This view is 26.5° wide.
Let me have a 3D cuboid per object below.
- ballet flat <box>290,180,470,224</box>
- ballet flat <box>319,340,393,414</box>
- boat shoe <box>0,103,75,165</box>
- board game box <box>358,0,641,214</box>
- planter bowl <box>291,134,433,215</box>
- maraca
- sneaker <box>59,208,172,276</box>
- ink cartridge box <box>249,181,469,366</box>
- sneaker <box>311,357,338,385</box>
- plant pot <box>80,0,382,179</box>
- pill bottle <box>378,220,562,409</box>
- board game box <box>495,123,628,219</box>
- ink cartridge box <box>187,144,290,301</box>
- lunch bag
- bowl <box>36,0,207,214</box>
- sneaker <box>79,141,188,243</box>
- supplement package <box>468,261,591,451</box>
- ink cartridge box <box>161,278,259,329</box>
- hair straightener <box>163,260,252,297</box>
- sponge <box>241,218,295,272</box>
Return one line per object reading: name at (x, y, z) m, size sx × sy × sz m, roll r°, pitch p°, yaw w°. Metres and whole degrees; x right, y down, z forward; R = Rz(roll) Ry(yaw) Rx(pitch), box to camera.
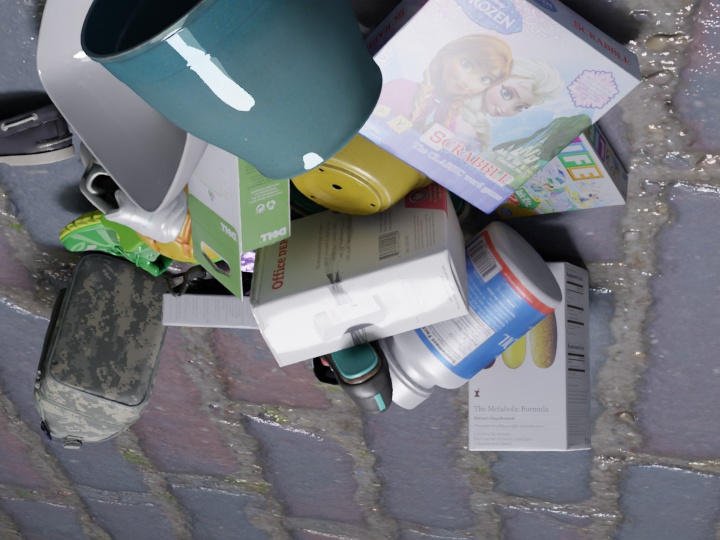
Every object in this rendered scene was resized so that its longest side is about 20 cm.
ballet flat at (0.014, -0.067, 1.592) m, size 0.200 × 0.068 × 0.062 m, roll 8°, pitch 162°, yaw 4°
ballet flat at (-0.011, 0.081, 1.537) m, size 0.068 × 0.200 × 0.068 m, roll -26°, pitch 121°, yaw 3°
boat shoe at (-0.388, -0.146, 1.602) m, size 0.200 × 0.073 × 0.063 m, roll 2°, pitch 109°, yaw 25°
board game box at (0.102, -0.163, 1.326) m, size 0.200 × 0.041 × 0.200 m, roll 29°, pitch 128°, yaw -25°
planter bowl at (-0.011, -0.110, 1.456) m, size 0.200 × 0.084 × 0.200 m, roll 18°, pitch 159°, yaw 7°
maraca at (-0.199, -0.073, 1.599) m, size 0.200 × 0.137 × 0.107 m, roll 2°, pitch -163°, yaw 32°
sneaker at (-0.250, -0.033, 1.703) m, size 0.200 × 0.084 × 0.074 m, roll -3°, pitch -168°, yaw 24°
ink cartridge box at (0.000, 0.000, 1.506) m, size 0.200 × 0.146 × 0.085 m, roll -15°, pitch 121°, yaw 11°
sneaker at (-0.031, 0.104, 1.876) m, size 0.075 × 0.085 × 0.200 m, roll 3°, pitch 165°, yaw 6°
plant pot at (-0.086, -0.182, 1.226) m, size 0.200 × 0.200 × 0.188 m, roll -15°, pitch 133°, yaw 39°
pill bottle at (0.101, 0.051, 1.584) m, size 0.200 × 0.112 × 0.112 m, roll -41°, pitch 130°, yaw 18°
board game box at (0.161, -0.121, 1.469) m, size 0.134 × 0.034 × 0.200 m, roll -7°, pitch 148°, yaw 28°
ink cartridge box at (-0.118, -0.084, 1.461) m, size 0.104 × 0.059 × 0.200 m, roll 36°, pitch 137°, yaw 45°
lunch bag at (-0.321, 0.105, 1.876) m, size 0.139 × 0.200 × 0.168 m, roll 17°, pitch 150°, yaw -12°
bowl at (-0.203, -0.172, 1.385) m, size 0.200 × 0.075 × 0.200 m, roll 50°, pitch 149°, yaw 8°
sneaker at (-0.243, -0.098, 1.517) m, size 0.080 × 0.071 × 0.200 m, roll 14°, pitch -161°, yaw -38°
supplement package at (0.184, 0.095, 1.665) m, size 0.114 × 0.200 × 0.110 m, roll -3°, pitch 174°, yaw 22°
ink cartridge box at (-0.099, 0.031, 1.720) m, size 0.200 × 0.043 × 0.198 m, roll 4°, pitch -170°, yaw 11°
hair straightener at (-0.146, 0.003, 1.682) m, size 0.077 × 0.041 × 0.200 m, roll -21°, pitch -179°, yaw 39°
sponge at (-0.041, -0.015, 1.659) m, size 0.200 × 0.112 × 0.030 m, roll 14°, pitch 114°, yaw -11°
